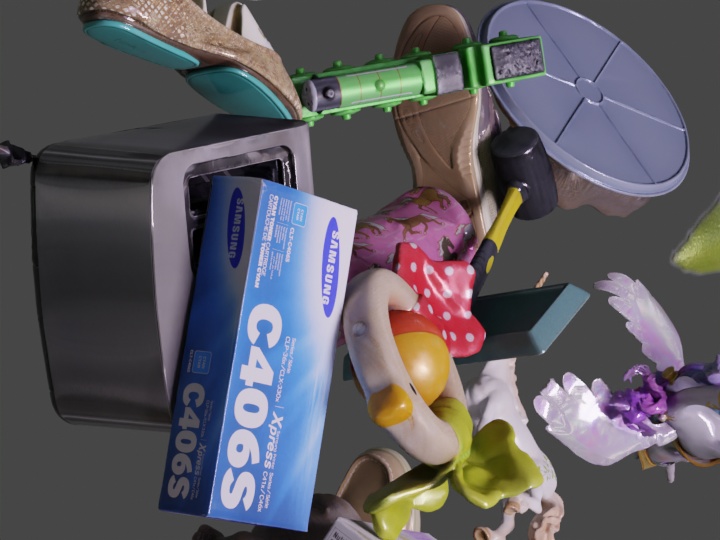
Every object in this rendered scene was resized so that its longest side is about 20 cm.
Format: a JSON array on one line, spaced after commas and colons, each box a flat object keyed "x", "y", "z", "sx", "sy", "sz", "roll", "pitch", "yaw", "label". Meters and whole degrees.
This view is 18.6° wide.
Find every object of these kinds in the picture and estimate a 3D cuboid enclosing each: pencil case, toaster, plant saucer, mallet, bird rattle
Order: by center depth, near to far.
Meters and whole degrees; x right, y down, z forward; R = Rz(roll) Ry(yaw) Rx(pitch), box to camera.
[{"x": -0.115, "y": -0.002, "z": 1.377, "sx": 0.199, "sy": 0.118, "sz": 0.182, "roll": -15, "pitch": 104, "yaw": -49, "label": "toaster"}, {"x": 0.041, "y": 0.060, "z": 1.400, "sx": 0.163, "sy": 0.112, "sz": 0.201, "roll": 44, "pitch": 36, "yaw": -55, "label": "bird rattle"}, {"x": 0.000, "y": 0.000, "z": 1.546, "sx": 0.200, "sy": 0.083, "sz": 0.087, "roll": -20, "pitch": 93, "yaw": -48, "label": "pencil case"}, {"x": 0.068, "y": 0.042, "z": 1.549, "sx": 0.070, "sy": 0.199, "sz": 0.019, "roll": -47, "pitch": 113, "yaw": -37, "label": "plant saucer"}, {"x": 0.092, "y": -0.030, "z": 1.564, "sx": 0.200, "sy": 0.041, "sz": 0.066, "roll": -55, "pitch": 136, "yaw": -49, "label": "mallet"}]

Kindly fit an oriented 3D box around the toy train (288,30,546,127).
[{"x": 0.039, "y": -0.135, "z": 1.547, "sx": 0.199, "sy": 0.056, "sz": 0.042, "roll": -13, "pitch": 98, "yaw": -21, "label": "toy train"}]

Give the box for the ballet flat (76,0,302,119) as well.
[{"x": -0.100, "y": -0.152, "z": 1.423, "sx": 0.200, "sy": 0.070, "sz": 0.066, "roll": 29, "pitch": 67, "yaw": -51, "label": "ballet flat"}]

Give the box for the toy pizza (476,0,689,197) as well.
[{"x": 0.170, "y": -0.130, "z": 1.712, "sx": 0.199, "sy": 0.032, "sz": 0.201, "roll": 23, "pitch": 40, "yaw": -21, "label": "toy pizza"}]

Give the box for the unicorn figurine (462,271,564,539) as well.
[{"x": 0.109, "y": 0.122, "z": 1.704, "sx": 0.137, "sy": 0.073, "sz": 0.201, "roll": -41, "pitch": 121, "yaw": -53, "label": "unicorn figurine"}]

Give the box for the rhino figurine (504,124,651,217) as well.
[{"x": 0.177, "y": -0.092, "z": 1.778, "sx": 0.199, "sy": 0.060, "sz": 0.088, "roll": 7, "pitch": 90, "yaw": -49, "label": "rhino figurine"}]

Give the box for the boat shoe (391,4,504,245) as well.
[{"x": 0.072, "y": -0.101, "z": 1.644, "sx": 0.065, "sy": 0.072, "sz": 0.201, "roll": -31, "pitch": 113, "yaw": -60, "label": "boat shoe"}]

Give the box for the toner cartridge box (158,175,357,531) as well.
[{"x": -0.060, "y": 0.051, "z": 1.321, "sx": 0.095, "sy": 0.043, "sz": 0.201, "roll": 16, "pitch": 80, "yaw": -52, "label": "toner cartridge box"}]

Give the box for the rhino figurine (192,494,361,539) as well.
[{"x": -0.073, "y": 0.200, "z": 1.459, "sx": 0.200, "sy": 0.087, "sz": 0.060, "roll": -26, "pitch": 112, "yaw": -47, "label": "rhino figurine"}]

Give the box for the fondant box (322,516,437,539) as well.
[{"x": -0.016, "y": 0.266, "z": 1.459, "sx": 0.201, "sy": 0.058, "sz": 0.144, "roll": -57, "pitch": 152, "yaw": 5, "label": "fondant box"}]

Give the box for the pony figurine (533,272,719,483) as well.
[{"x": 0.261, "y": 0.112, "z": 1.827, "sx": 0.193, "sy": 0.200, "sz": 0.167, "roll": 49, "pitch": 62, "yaw": -23, "label": "pony figurine"}]

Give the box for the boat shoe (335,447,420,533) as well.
[{"x": -0.013, "y": 0.222, "z": 1.565, "sx": 0.065, "sy": 0.072, "sz": 0.201, "roll": 22, "pitch": 81, "yaw": -51, "label": "boat shoe"}]
